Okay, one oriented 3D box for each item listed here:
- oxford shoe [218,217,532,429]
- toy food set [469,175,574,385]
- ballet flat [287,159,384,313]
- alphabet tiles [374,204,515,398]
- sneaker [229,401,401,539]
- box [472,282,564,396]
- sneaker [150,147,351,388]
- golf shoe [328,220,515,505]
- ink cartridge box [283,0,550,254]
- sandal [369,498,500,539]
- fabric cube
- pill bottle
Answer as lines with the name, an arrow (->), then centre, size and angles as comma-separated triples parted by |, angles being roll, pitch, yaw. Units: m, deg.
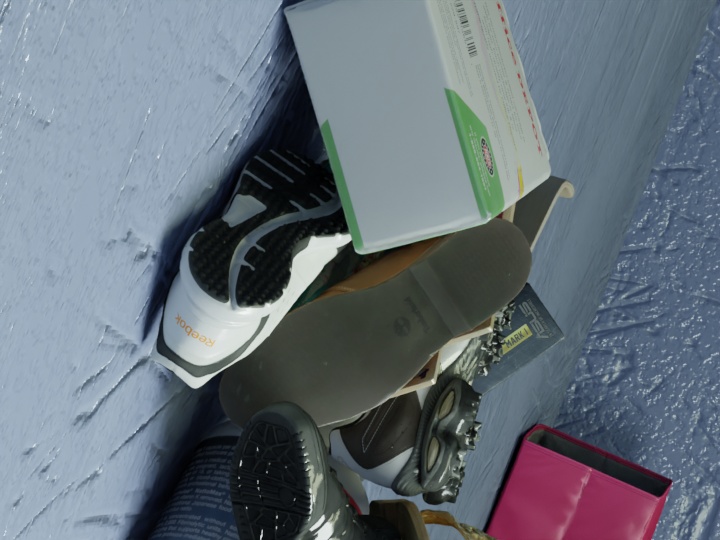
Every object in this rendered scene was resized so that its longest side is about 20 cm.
oxford shoe -> 0.004, 0.033, 1.496 | 0.199, 0.072, 0.071 | -28, -166, -14
toy food set -> 0.039, 0.000, 1.691 | 0.061, 0.143, 0.201 | 81, 30, -54
ballet flat -> -0.028, -0.011, 1.579 | 0.200, 0.075, 0.064 | -45, 166, -43
alphabet tiles -> 0.014, 0.017, 1.575 | 0.006, 0.166, 0.200 | 57, 27, -29
sneaker -> -0.019, 0.157, 1.491 | 0.104, 0.060, 0.201 | -27, 121, -50
box -> 0.037, 0.083, 1.770 | 0.157, 0.051, 0.200 | -35, 179, -18
sneaker -> -0.062, -0.004, 1.446 | 0.080, 0.074, 0.200 | -58, 172, 32
golf shoe -> 0.040, 0.042, 1.576 | 0.078, 0.094, 0.201 | 86, 20, -56
ink cartridge box -> 0.039, -0.100, 1.501 | 0.200, 0.087, 0.146 | -32, 106, -72
sandal -> 0.055, 0.171, 1.548 | 0.212, 0.069, 0.078 | -156, -118, -79
fabric cube -> 0.276, 0.337, 3.382 | 0.196, 0.199, 0.200 | -15, 127, -78
pill bottle -> -0.062, 0.161, 1.582 | 0.120, 0.119, 0.201 | 94, 20, -57
